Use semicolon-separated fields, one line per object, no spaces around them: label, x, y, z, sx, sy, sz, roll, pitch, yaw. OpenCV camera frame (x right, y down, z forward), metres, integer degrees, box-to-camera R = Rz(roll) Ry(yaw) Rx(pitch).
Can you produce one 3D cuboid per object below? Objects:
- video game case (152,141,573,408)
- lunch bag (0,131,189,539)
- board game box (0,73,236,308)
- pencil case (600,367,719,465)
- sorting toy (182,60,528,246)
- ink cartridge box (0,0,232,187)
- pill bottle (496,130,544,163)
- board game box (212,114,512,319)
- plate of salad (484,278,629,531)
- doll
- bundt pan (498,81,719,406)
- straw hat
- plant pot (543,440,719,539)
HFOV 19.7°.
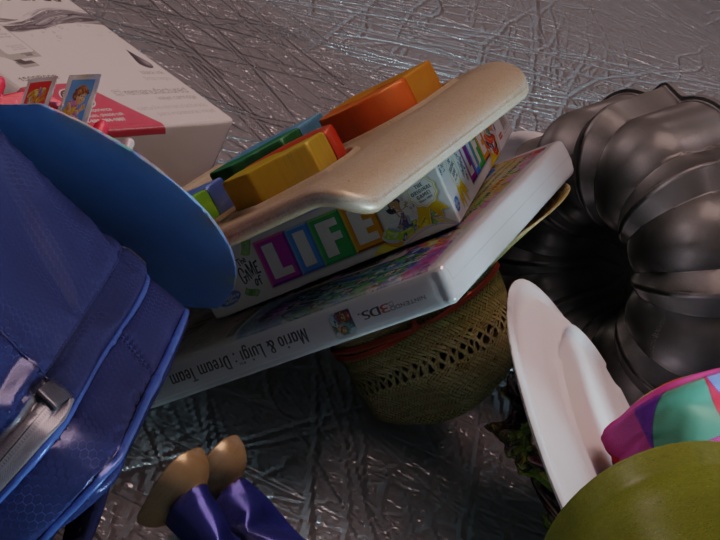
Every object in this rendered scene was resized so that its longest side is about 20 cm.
video game case;0.000;0.000;1.047;0.024;0.181;0.200;65;28;-10
lunch bag;-0.147;0.053;0.783;0.132;0.136;0.200;41;21;-11
board game box;-0.141;-0.042;0.909;0.199;0.039;0.158;3;-30;32
pencil case;0.184;0.143;0.953;0.088;0.088;0.201;-7;68;-54
sorting toy;-0.038;-0.047;1.005;0.185;0.199;0.037;-38;107;-53
ink cartridge box;-0.196;-0.098;1.165;0.200;0.083;0.146;36;24;23
pill bottle;0.171;-0.020;1.361;0.199;0.115;0.114;10;27;-35
board game box;0.001;-0.041;1.084;0.034;0.134;0.200;65;17;-10
plate of salad;0.108;0.100;1.024;0.201;0.048;0.201;56;20;-32
doll;-0.004;0.152;0.862;0.200;0.049;0.136;39;16;15
bundt pan;0.144;-0.001;1.148;0.075;0.203;0.202;-9;39;-40
straw hat;0.036;0.034;1.098;0.086;0.200;0.201;64;19;-11
plant pot;0.148;0.168;0.798;0.199;0.201;0.193;19;21;-16
